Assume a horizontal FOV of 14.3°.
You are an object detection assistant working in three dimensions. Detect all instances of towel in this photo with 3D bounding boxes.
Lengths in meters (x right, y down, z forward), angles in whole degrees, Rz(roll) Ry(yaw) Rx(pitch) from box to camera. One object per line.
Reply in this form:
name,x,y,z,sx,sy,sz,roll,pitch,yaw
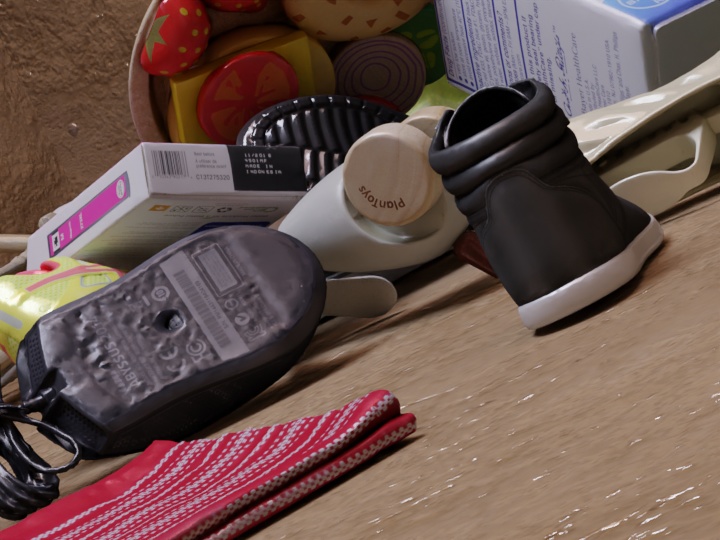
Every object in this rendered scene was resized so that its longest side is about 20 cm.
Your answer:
towel,-0.082,0.094,1.118,0.145,0.023,0.200,-29,6,-31

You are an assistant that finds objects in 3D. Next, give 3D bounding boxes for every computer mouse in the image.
computer mouse,-0.110,0.043,1.402,0.200,0.139,0.053,-23,-34,-12

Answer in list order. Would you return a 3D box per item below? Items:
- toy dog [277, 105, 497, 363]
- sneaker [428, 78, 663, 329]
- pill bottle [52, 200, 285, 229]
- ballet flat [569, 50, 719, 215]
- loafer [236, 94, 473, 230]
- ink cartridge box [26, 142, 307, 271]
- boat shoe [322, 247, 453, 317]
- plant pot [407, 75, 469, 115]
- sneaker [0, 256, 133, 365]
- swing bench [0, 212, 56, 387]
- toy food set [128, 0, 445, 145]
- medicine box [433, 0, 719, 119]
toy dog,0.000,0.000,1.468,0.132,0.096,0.200,-34,-6,-43
sneaker,0.081,-0.039,1.265,0.071,0.099,0.200,-26,3,10
pill bottle,-0.137,-0.038,2.273,0.200,0.111,0.111,-26,5,-12
ballet flat,0.173,-0.066,1.376,0.200,0.070,0.069,-26,5,10
loafer,0.020,-0.046,1.613,0.200,0.073,0.071,7,-31,-23
ink cartridge box,-0.116,-0.020,1.563,0.095,0.037,0.200,0,-20,-30
boat shoe,0.016,-0.026,1.696,0.200,0.057,0.069,-29,6,-41
plant pot,0.052,-0.134,1.833,0.200,0.201,0.184,-25,5,-4
sneaker,-0.144,0.024,1.535,0.078,0.090,0.200,-67,-13,3
swing bench,-0.243,0.025,2.069,0.200,0.130,0.199,-18,7,20
toy food set,-0.035,-0.118,1.614,0.200,0.198,0.049,-23,41,-17
medicine box,0.166,-0.151,1.557,0.182,0.103,0.200,-28,35,-24
